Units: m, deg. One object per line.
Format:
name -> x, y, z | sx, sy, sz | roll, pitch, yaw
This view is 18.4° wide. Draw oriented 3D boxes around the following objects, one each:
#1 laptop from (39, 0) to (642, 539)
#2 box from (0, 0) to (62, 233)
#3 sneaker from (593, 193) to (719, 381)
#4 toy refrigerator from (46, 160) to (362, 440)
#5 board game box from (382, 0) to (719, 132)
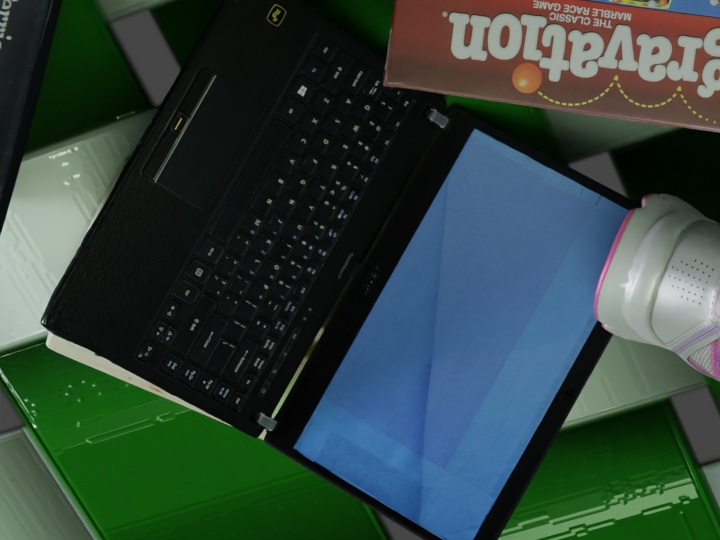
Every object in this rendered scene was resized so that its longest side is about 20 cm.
laptop -> 0.000, 0.000, 0.952 | 0.200, 0.103, 0.178 | 32, 87, -34
box -> -0.234, -0.099, 0.941 | 0.199, 0.118, 0.197 | 15, 125, -8
sneaker -> 0.193, 0.029, 0.977 | 0.199, 0.088, 0.082 | 12, 101, -44
toy refrigerator -> -0.040, 0.033, 1.048 | 0.199, 0.070, 0.076 | 25, 124, -12
board game box -> 0.114, -0.115, 0.934 | 0.199, 0.019, 0.104 | 7, 96, -1
